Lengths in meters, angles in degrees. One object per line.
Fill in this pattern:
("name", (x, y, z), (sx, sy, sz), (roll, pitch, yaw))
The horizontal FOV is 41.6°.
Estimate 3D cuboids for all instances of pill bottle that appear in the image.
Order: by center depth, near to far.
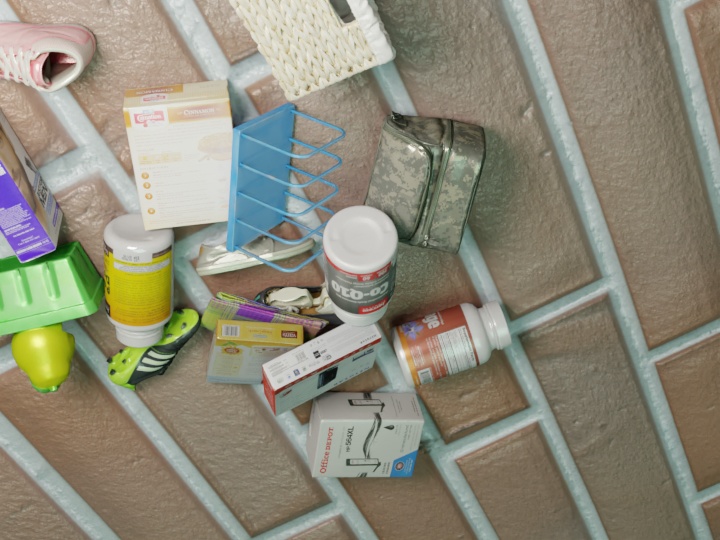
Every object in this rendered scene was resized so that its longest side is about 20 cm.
("pill bottle", (0.000, 0.000, 1.470), (0.112, 0.115, 0.201), (-9, 150, -5))
("pill bottle", (-0.350, 0.019, 1.501), (0.108, 0.110, 0.202), (1, 122, -11))
("pill bottle", (0.160, 0.124, 1.669), (0.198, 0.113, 0.113), (-19, 124, 1))

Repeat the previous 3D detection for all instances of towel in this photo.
("towel", (-0.164, 0.090, 1.584), (0.198, 0.023, 0.144), (15, 152, -13))

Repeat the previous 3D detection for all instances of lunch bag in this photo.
("lunch bag", (0.094, -0.138, 1.478), (0.166, 0.140, 0.202), (14, 120, 0))

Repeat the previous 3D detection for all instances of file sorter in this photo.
("file sorter", (-0.107, -0.122, 1.414), (0.122, 0.139, 0.202), (23, 124, 23))

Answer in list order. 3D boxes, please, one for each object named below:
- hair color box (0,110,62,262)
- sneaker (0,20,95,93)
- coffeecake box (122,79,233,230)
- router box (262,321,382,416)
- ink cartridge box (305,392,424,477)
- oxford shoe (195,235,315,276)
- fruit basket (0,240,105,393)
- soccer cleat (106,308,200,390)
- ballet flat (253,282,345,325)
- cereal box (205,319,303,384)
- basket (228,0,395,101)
("hair color box", (-0.510, -0.126, 1.375), (0.064, 0.110, 0.201), (-22, 125, 3))
("sneaker", (-0.464, -0.288, 1.284), (0.198, 0.105, 0.076), (-6, 126, -6))
("coffeecake box", (-0.261, -0.172, 1.416), (0.151, 0.073, 0.202), (-6, 124, -7))
("router box", (-0.067, 0.161, 1.599), (0.198, 0.049, 0.180), (-26, 162, -13))
("ink cartridge box", (0.006, 0.309, 1.774), (0.197, 0.085, 0.147), (1, 123, -13))
("oxford shoe", (-0.171, -0.035, 1.532), (0.197, 0.075, 0.059), (-11, 88, -6))
("fruit basket", (-0.498, 0.079, 1.480), (0.213, 0.156, 0.218), (-2, 108, -6))
("soccer cleat", (-0.342, 0.134, 1.612), (0.199, 0.068, 0.081), (-34, 139, 14))
("ballet flat", (-0.080, 0.053, 1.595), (0.197, 0.073, 0.074), (1, 123, -9))
("cereal box", (-0.183, 0.142, 1.602), (0.142, 0.040, 0.200), (4, 153, -14))
("basket", (-0.071, -0.362, 1.256), (0.160, 0.201, 0.199), (-26, 124, 9))
